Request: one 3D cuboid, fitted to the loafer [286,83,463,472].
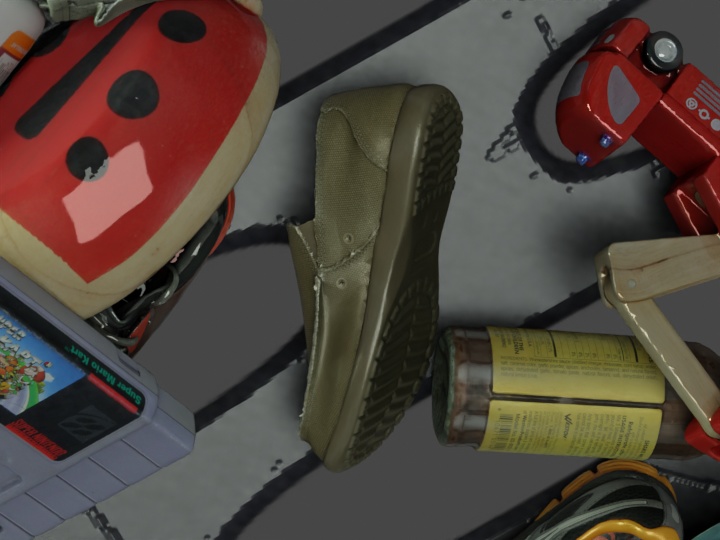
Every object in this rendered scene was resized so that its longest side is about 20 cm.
[{"bbox_3d":[0.000,0.000,1.125,0.067,0.076,0.201,19,105,24],"label":"loafer"}]

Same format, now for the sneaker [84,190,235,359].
[{"bbox_3d":[-0.136,0.022,1.100,0.077,0.082,0.200,36,92,-11],"label":"sneaker"}]

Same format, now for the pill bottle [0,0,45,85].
[{"bbox_3d":[-0.247,-0.074,1.054,0.113,0.113,0.200,39,91,-12],"label":"pill bottle"}]

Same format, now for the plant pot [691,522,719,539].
[{"bbox_3d":[0.237,0.242,1.100,0.199,0.188,0.201,-11,117,-23],"label":"plant pot"}]

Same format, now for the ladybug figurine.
[{"bbox_3d":[-0.120,-0.062,1.061,0.200,0.136,0.072,-51,137,-10],"label":"ladybug figurine"}]

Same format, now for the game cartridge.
[{"bbox_3d":[-0.184,0.049,1.034,0.129,0.038,0.200,-26,130,30],"label":"game cartridge"}]

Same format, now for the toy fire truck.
[{"bbox_3d":[0.161,-0.011,1.119,0.200,0.049,0.141,41,67,-5],"label":"toy fire truck"}]

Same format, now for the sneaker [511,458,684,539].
[{"bbox_3d":[0.084,0.176,1.158,0.078,0.077,0.200,43,92,-13],"label":"sneaker"}]

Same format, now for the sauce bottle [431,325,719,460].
[{"bbox_3d":[0.137,0.065,1.155,0.199,0.065,0.065,6,98,-9],"label":"sauce bottle"}]

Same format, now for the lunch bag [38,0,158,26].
[{"bbox_3d":[-0.087,-0.219,1.043,0.163,0.118,0.201,-15,86,-5],"label":"lunch bag"}]
